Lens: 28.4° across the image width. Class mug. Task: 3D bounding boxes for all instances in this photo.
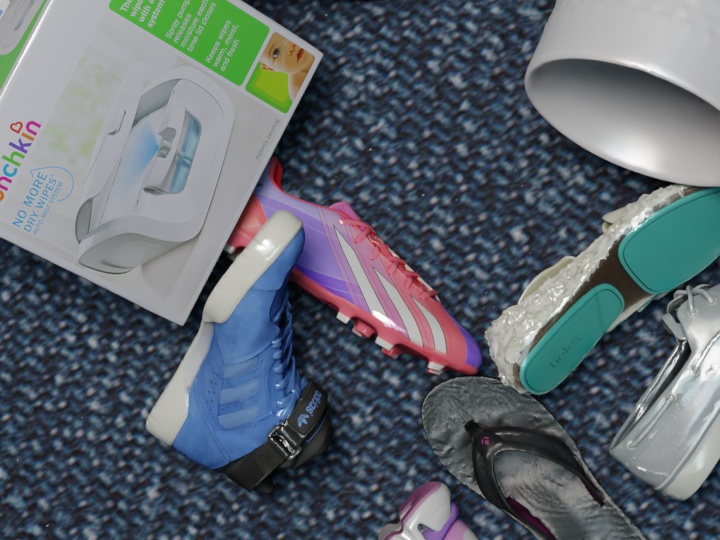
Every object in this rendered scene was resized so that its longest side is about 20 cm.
[{"bbox_3d":[0.219,-0.150,0.865,0.199,0.147,0.176,31,76,-23],"label":"mug"}]

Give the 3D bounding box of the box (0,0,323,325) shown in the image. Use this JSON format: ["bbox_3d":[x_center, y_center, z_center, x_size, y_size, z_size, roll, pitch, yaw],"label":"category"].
[{"bbox_3d":[-0.154,-0.098,0.906,0.176,0.097,0.201,29,88,-31],"label":"box"}]

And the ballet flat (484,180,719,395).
[{"bbox_3d":[0.159,-0.002,0.928,0.200,0.072,0.072,-39,84,0],"label":"ballet flat"}]

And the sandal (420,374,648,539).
[{"bbox_3d":[0.122,0.142,0.927,0.200,0.048,0.075,44,90,6],"label":"sandal"}]

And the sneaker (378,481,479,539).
[{"bbox_3d":[0.017,0.237,0.918,0.088,0.080,0.200,40,89,-1],"label":"sneaker"}]

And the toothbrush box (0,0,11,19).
[{"bbox_3d":[-0.225,-0.260,0.966,0.145,0.086,0.201,31,90,6],"label":"toothbrush box"}]

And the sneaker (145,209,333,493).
[{"bbox_3d":[-0.053,0.060,0.905,0.111,0.077,0.200,32,121,2],"label":"sneaker"}]

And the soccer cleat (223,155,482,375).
[{"bbox_3d":[0.000,0.000,0.942,0.199,0.067,0.077,30,84,9],"label":"soccer cleat"}]

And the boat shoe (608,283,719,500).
[{"bbox_3d":[0.225,0.047,0.914,0.071,0.070,0.202,28,92,0],"label":"boat shoe"}]
